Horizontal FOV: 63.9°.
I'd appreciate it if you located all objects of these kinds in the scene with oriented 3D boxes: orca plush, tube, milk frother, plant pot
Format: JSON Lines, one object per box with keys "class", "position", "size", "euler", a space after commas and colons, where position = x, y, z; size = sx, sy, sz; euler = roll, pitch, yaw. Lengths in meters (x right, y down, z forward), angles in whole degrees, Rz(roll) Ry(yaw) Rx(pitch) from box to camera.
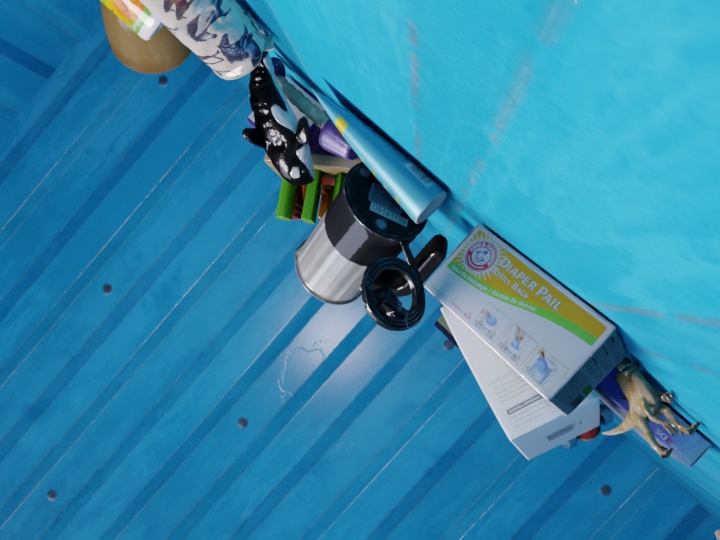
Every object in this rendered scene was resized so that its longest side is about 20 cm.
{"class": "orca plush", "position": [-0.125, -0.201, 0.781], "size": [0.105, 0.071, 0.201], "euler": [31, 142, 43]}
{"class": "tube", "position": [0.019, -0.144, 0.698], "size": [0.200, 0.050, 0.077], "euler": [48, -174, 15]}
{"class": "milk frother", "position": [0.000, 0.000, 0.755], "size": [0.180, 0.200, 0.188], "euler": [38, 141, -2]}
{"class": "plant pot", "position": [-0.440, -0.528, 1.158], "size": [0.186, 0.187, 0.200], "euler": [42, 170, 0]}

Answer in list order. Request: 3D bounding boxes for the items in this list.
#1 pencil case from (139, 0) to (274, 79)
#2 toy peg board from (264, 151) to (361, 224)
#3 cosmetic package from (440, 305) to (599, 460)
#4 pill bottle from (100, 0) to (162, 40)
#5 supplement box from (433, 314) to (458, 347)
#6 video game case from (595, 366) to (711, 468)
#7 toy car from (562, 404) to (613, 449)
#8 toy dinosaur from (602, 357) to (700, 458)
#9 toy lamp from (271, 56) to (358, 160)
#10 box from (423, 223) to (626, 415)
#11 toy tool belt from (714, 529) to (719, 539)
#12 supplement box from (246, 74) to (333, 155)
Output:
{"class": "pencil case", "position": [-0.180, -0.297, 0.634], "size": [0.200, 0.089, 0.078], "euler": [36, -145, -64]}
{"class": "toy peg board", "position": [-0.039, -0.110, 0.944], "size": [0.199, 0.099, 0.199], "euler": [8, 173, 11]}
{"class": "cosmetic package", "position": [0.225, 0.137, 0.810], "size": [0.199, 0.122, 0.201], "euler": [48, -165, -58]}
{"class": "pill bottle", "position": [-0.306, -0.393, 0.697], "size": [0.200, 0.111, 0.111], "euler": [41, -176, -26]}
{"class": "supplement box", "position": [0.432, 0.210, 2.274], "size": [0.134, 0.200, 0.200], "euler": [45, -175, 39]}
{"class": "video game case", "position": [0.385, 0.183, 0.845], "size": [0.200, 0.045, 0.181], "euler": [44, -176, 15]}
{"class": "toy car", "position": [0.670, 0.413, 1.798], "size": [0.177, 0.183, 0.201], "euler": [47, 157, 48]}
{"class": "toy dinosaur", "position": [0.351, 0.172, 0.709], "size": [0.101, 0.058, 0.201], "euler": [50, 169, 42]}
{"class": "toy lamp", "position": [-0.069, -0.225, 0.805], "size": [0.200, 0.058, 0.058], "euler": [46, -175, 22]}
{"class": "box", "position": [0.187, 0.055, 0.671], "size": [0.200, 0.101, 0.112], "euler": [45, -175, 36]}
{"class": "toy tool belt", "position": [0.491, 0.346, 0.682], "size": [0.125, 0.123, 0.200], "euler": [44, -176, 36]}
{"class": "supplement box", "position": [-0.092, -0.230, 1.000], "size": [0.101, 0.103, 0.200], "euler": [42, -178, 16]}
